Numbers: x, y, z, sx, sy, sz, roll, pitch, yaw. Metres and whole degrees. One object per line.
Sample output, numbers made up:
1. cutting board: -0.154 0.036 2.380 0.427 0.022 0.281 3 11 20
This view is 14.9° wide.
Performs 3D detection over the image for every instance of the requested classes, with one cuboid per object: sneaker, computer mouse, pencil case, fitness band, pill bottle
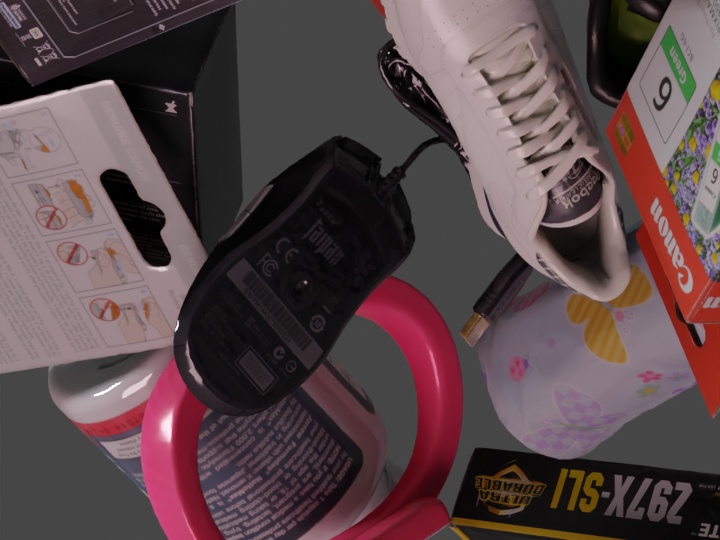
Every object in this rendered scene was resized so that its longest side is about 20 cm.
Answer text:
1. sneaker: 0.141 -0.143 1.149 0.070 0.083 0.200 21 137 0
2. computer mouse: 0.000 0.000 1.298 0.140 0.200 0.046 44 165 -27
3. sneaker: 0.073 -0.075 1.227 0.076 0.081 0.200 -30 126 0
4. pencil case: 0.146 0.018 1.309 0.090 0.084 0.200 4 152 -41
5. fitness band: -0.023 0.082 1.360 0.037 0.199 0.144 -10 103 49
6. pill bottle: -0.056 0.087 1.430 0.119 0.120 0.200 -21 123 36

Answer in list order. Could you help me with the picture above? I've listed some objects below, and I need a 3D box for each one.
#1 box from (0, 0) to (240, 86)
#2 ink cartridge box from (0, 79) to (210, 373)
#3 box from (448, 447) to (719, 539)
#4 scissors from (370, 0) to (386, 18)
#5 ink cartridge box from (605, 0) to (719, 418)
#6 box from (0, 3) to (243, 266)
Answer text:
1. box: -0.112 -0.176 1.153 0.158 0.049 0.200 -22 145 8
2. ink cartridge box: -0.169 -0.026 1.309 0.199 0.047 0.161 -10 130 21
3. box: 0.167 0.151 1.406 0.199 0.050 0.160 5 153 32
4. scissors: -0.025 -0.142 1.262 0.199 0.014 0.073 6 137 12
5. ink cartridge box: 0.147 -0.041 1.125 0.050 0.109 0.201 0 140 -24
6. box: -0.162 -0.077 1.334 0.199 0.079 0.142 12 140 10
